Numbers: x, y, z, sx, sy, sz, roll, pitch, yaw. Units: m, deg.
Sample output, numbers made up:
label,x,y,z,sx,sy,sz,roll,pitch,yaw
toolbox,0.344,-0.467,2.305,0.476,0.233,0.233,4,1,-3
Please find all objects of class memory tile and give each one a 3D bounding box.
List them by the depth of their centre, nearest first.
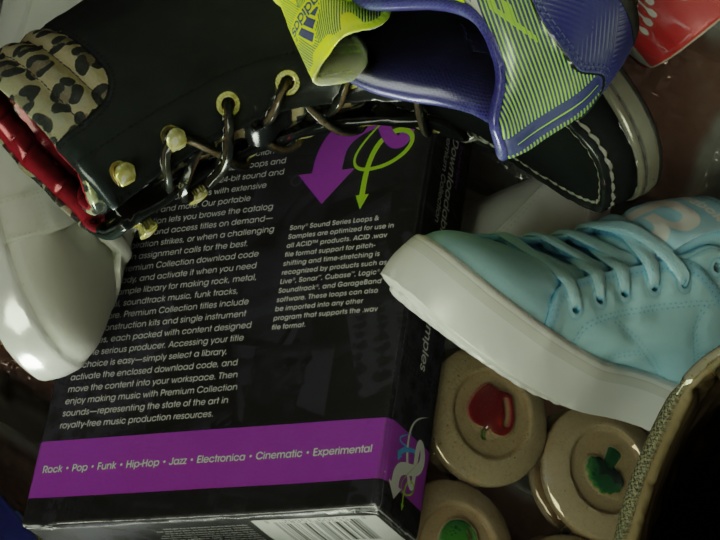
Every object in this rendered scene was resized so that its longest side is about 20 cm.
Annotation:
label,x,y,z,sx,sy,sz,roll,pitch,yaw
memory tile,0.093,0.126,0.835,0.200,0.154,0.017,26,155,-21

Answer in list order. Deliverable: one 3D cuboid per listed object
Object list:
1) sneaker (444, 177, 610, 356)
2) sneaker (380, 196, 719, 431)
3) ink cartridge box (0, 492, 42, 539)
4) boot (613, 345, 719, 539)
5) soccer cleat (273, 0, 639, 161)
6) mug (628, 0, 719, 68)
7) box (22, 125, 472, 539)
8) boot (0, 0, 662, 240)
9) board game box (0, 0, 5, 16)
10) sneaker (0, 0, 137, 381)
label,x,y,z,sx,sy,sz,roll,pitch,yaw
sneaker,0.000,0.000,0.896,0.200,0.078,0.100,-30,90,28
sneaker,0.085,0.003,0.809,0.074,0.200,0.082,33,98,38
ink cartridge box,-0.135,0.133,0.959,0.198,0.047,0.200,49,162,0
boot,0.155,0.038,0.762,0.072,0.155,0.200,37,88,20
soccer cleat,-0.007,-0.102,0.739,0.200,0.084,0.065,32,163,28
mug,0.061,-0.173,0.789,0.200,0.178,0.133,45,85,-4
box,-0.035,0.002,0.854,0.143,0.201,0.036,-6,151,28
boot,-0.018,-0.051,0.788,0.203,0.154,0.074,40,157,28
board game box,-0.179,-0.144,0.845,0.045,0.134,0.201,0,92,24
sneaker,-0.090,-0.058,0.853,0.084,0.201,0.073,-14,145,23
